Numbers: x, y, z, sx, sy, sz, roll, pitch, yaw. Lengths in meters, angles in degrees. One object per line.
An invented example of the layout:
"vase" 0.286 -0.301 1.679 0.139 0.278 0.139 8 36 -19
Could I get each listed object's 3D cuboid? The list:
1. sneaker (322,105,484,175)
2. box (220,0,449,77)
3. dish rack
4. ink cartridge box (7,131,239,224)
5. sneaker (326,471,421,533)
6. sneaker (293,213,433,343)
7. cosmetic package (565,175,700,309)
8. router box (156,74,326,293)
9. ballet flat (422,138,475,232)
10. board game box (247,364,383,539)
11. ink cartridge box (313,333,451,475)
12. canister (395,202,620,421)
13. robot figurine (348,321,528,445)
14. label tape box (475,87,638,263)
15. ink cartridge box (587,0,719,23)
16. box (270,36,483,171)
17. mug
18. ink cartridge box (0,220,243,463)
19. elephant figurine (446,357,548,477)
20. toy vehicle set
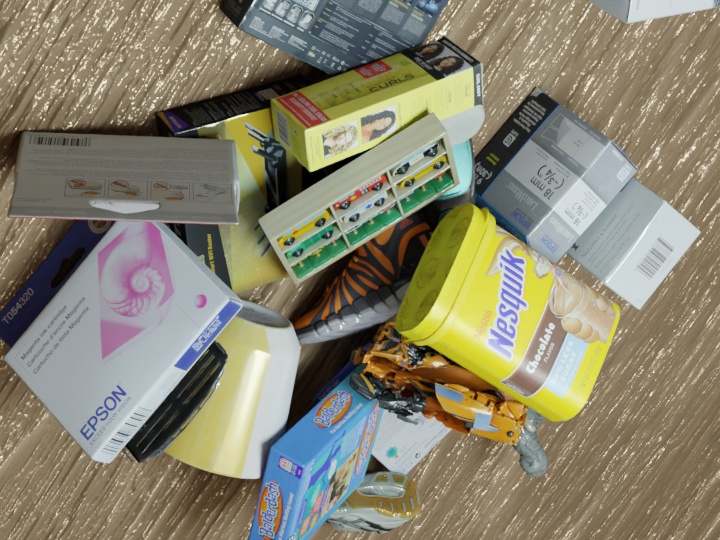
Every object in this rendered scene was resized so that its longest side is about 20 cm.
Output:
"sneaker" 0.034 -0.142 1.560 0.199 0.072 0.072 -21 136 -30
"box" -0.013 -0.270 1.479 0.199 0.051 0.158 20 109 -40
"dish rack" -0.223 0.078 1.477 0.154 0.200 0.054 -50 146 6
"ink cartridge box" -0.207 -0.068 1.366 0.198 0.174 0.044 2 120 -8
"sneaker" -0.031 0.272 1.799 0.199 0.076 0.088 18 140 -23
"sneaker" 0.000 0.000 1.650 0.199 0.113 0.077 -27 168 25
"cosmetic package" 0.261 -0.060 1.687 0.081 0.200 0.113 32 97 -42
"router box" -0.113 -0.079 1.538 0.156 0.052 0.201 -18 126 -21
"ballet flat" 0.091 -0.071 1.649 0.067 0.068 0.202 -7 89 -8
"board game box" -0.043 0.209 1.651 0.200 0.045 0.153 -38 149 -53
"ink cartridge box" 0.031 0.148 1.781 0.119 0.042 0.200 -44 134 0
"canister" 0.153 0.046 1.560 0.199 0.086 0.149 32 70 -19
"robot figurine" 0.086 0.114 1.645 0.199 0.145 0.059 19 119 6
"label tape box" 0.179 -0.079 1.659 0.200 0.144 0.063 -50 132 4
"ink cartridge box" 0.316 -0.328 1.588 0.199 0.146 0.085 -14 124 -25
"box" 0.017 -0.163 1.486 0.199 0.075 0.050 -23 131 -20
"mug" -0.135 0.117 1.579 0.148 0.187 0.154 21 101 5
"ink cartridge box" -0.239 0.040 1.437 0.197 0.200 0.043 -50 157 5
"elephant figurine" 0.181 0.118 1.799 0.155 0.142 0.200 -43 127 18
"toy vehicle set" 0.002 -0.068 1.513 0.199 0.027 0.124 -32 158 -2
